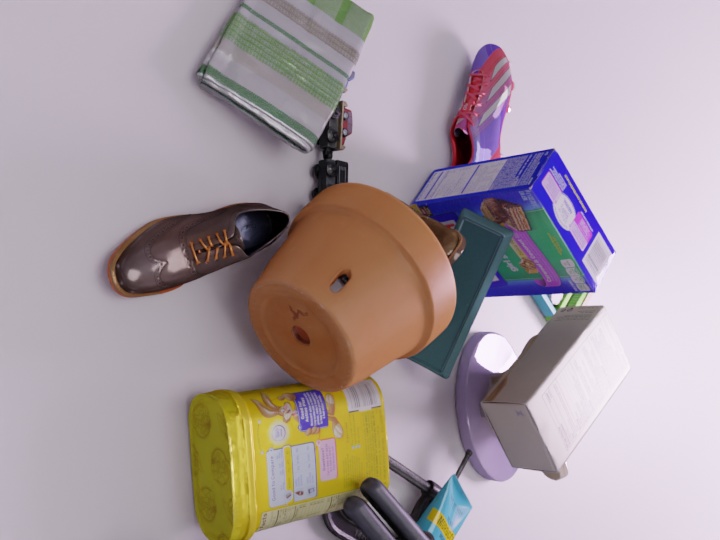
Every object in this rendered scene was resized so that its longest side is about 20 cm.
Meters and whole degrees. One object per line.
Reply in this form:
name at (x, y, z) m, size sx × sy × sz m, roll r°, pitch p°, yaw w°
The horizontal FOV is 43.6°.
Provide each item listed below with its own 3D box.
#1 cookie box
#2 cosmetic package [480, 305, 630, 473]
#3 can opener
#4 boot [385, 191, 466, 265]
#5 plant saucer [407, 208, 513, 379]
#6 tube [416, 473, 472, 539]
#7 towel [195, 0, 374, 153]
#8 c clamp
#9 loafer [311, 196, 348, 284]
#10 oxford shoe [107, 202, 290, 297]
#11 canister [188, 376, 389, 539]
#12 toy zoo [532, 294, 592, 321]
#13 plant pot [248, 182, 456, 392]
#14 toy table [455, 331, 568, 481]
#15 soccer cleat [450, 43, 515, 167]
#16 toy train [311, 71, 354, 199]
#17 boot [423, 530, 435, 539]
cookie box at (0.187, -0.052, 1.124) m, size 0.171 × 0.199 × 0.075 m, roll 53°, pitch 57°, yaw -25°
cosmetic package at (0.240, 0.139, 1.090) m, size 0.200 × 0.071 × 0.106 m, roll -40°, pitch 111°, yaw -37°
can opener at (0.064, 0.303, 0.937) m, size 0.053 × 0.067 × 0.200 m, roll -43°, pitch 105°, yaw -20°
boot at (0.055, -0.041, 1.023) m, size 0.074 × 0.200 × 0.075 m, roll -47°, pitch 111°, yaw -2°
plant saucer at (0.113, 0.030, 1.086) m, size 0.201 × 0.070 × 0.019 m, roll -67°, pitch 164°, yaw 12°
tube at (0.069, 0.343, 1.080) m, size 0.200 × 0.050 × 0.078 m, roll -50°, pitch 139°, yaw -25°
towel at (-0.079, -0.244, 0.997) m, size 0.149 × 0.031 × 0.201 m, roll 32°, pitch 64°, yaw -19°
c clamp at (0.039, 0.264, 1.091) m, size 0.200 × 0.027 × 0.172 m, roll 33°, pitch 73°, yaw -35°
loafer at (0.000, 0.000, 1.044) m, size 0.200 × 0.072 × 0.063 m, roll 49°, pitch 62°, yaw -31°
oxford shoe at (-0.158, -0.028, 0.901) m, size 0.199 × 0.073 × 0.072 m, roll -29°, pitch 105°, yaw -39°
canister at (-0.070, 0.190, 0.946) m, size 0.199 × 0.086 × 0.150 m, roll -3°, pitch 89°, yaw -37°
toy zoo at (0.280, -0.016, 1.322) m, size 0.200 × 0.020 × 0.131 m, roll 54°, pitch 56°, yaw -25°
plant pot at (-0.021, 0.030, 0.930) m, size 0.140 × 0.199 × 0.201 m, roll -42°, pitch 114°, yaw -38°
toy table at (0.212, 0.180, 1.187) m, size 0.183 × 0.117 × 0.201 m, roll -24°, pitch 102°, yaw -40°
soccer cleat at (0.156, -0.211, 1.200) m, size 0.076 × 0.067 × 0.202 m, roll 11°, pitch 83°, yaw -36°
toy train at (-0.029, -0.172, 1.051) m, size 0.046 × 0.034 × 0.202 m, roll 7°, pitch 83°, yaw -44°
boot at (-0.014, 0.361, 0.979) m, size 0.173 × 0.069 × 0.201 m, roll 23°, pitch 69°, yaw -10°
